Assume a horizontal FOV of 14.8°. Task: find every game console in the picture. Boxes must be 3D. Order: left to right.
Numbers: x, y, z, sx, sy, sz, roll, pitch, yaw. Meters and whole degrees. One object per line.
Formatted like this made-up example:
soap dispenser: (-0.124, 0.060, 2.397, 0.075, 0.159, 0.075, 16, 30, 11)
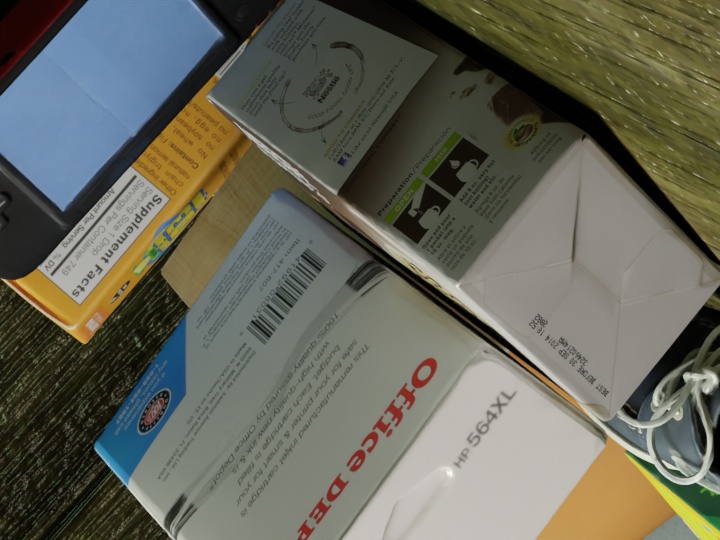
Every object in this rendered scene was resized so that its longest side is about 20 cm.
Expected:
game console: (-0.112, -0.085, 1.212, 0.119, 0.200, 0.172, 40, 176, 44)

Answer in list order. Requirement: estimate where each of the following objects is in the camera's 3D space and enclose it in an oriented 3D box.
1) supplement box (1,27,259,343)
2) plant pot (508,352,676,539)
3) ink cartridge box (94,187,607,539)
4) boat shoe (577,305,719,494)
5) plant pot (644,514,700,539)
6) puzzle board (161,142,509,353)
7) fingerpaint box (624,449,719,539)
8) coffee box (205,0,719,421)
supplement box: (-0.102, -0.059, 1.407, 0.069, 0.200, 0.067, 42, 177, 7)
plant pot: (0.085, 0.061, 1.323, 0.200, 0.140, 0.200, 42, 175, 4)
ink cartridge box: (-0.009, 0.072, 1.166, 0.084, 0.146, 0.200, 36, -178, -33)
boat shoe: (0.153, 0.060, 1.111, 0.200, 0.075, 0.062, 39, 177, 29)
plant pot: (0.185, 0.192, 1.491, 0.200, 0.196, 0.196, 55, -176, 33)
puzzle board: (0.000, 0.000, 1.294, 0.017, 0.151, 0.200, 23, -162, -48)
fingerpaint box: (0.225, 0.136, 1.230, 0.167, 0.073, 0.200, 40, 176, 35)
coffee box: (0.039, -0.036, 1.134, 0.113, 0.080, 0.200, 41, 178, -42)
